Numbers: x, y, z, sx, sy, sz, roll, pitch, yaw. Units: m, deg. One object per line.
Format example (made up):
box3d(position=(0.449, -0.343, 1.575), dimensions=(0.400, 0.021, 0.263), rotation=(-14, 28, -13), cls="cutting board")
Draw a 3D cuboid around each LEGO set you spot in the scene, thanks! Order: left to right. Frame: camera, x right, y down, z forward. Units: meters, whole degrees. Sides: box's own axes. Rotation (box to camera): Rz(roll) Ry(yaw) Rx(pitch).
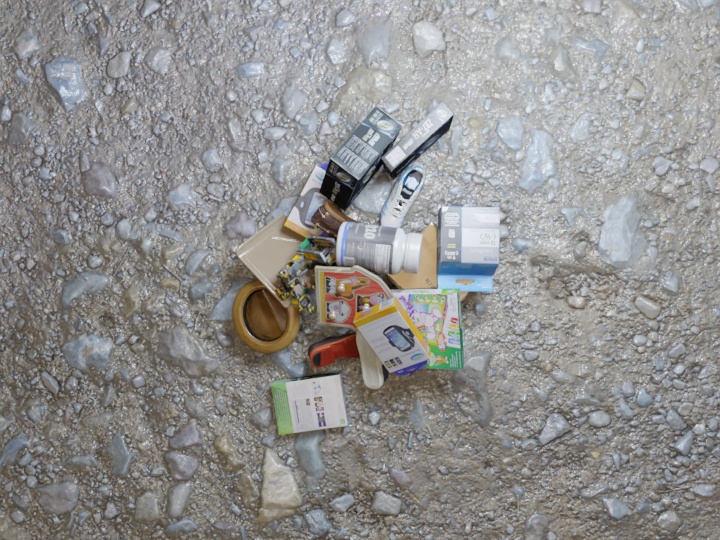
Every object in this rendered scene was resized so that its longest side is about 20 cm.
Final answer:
box3d(position=(-0.108, 0.008, 1.309), dimensions=(0.200, 0.115, 0.155), rotation=(-43, 124, -32), cls="LEGO set")

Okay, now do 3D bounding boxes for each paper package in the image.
box3d(position=(0.190, 0.009, 1.351), dimensions=(0.200, 0.103, 0.191), rotation=(44, 94, 2), cls="paper package")

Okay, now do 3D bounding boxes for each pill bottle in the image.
box3d(position=(0.047, -0.051, 1.259), dimensions=(0.197, 0.114, 0.116), rotation=(7, 94, 9), cls="pill bottle")

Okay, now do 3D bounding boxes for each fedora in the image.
box3d(position=(-0.248, 0.119, 1.406), dimensions=(0.197, 0.082, 0.204), rotation=(0, 93, 5), cls="fedora")

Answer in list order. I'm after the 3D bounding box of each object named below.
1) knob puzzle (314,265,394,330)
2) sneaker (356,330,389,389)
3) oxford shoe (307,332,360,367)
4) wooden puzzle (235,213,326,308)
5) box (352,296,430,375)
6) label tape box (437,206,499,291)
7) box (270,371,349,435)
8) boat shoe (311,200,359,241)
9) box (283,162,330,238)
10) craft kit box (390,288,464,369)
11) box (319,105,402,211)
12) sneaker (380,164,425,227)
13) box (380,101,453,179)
box3d(position=(-0.011, 0.076, 1.264), dimensions=(0.216, 0.031, 0.222), rotation=(4, 126, 5), cls="knob puzzle")
box3d(position=(0.040, 0.203, 1.369), dimensions=(0.074, 0.084, 0.203), rotation=(4, 103, 29), cls="sneaker")
box3d(position=(-0.047, 0.194, 1.400), dimensions=(0.197, 0.073, 0.072), rotation=(-12, 115, -14), cls="oxford shoe")
box3d(position=(-0.203, -0.026, 1.379), dimensions=(0.200, 0.037, 0.185), rotation=(48, 58, -1), cls="wooden puzzle")
box3d(position=(0.084, 0.167, 1.264), dimensions=(0.118, 0.042, 0.201), rotation=(-23, 117, 24), cls="box")
box3d(position=(0.261, -0.051, 1.263), dimensions=(0.141, 0.066, 0.203), rotation=(1, 86, 0), cls="label tape box")
box3d(position=(-0.139, 0.365, 1.434), dimensions=(0.197, 0.036, 0.147), rotation=(-9, 92, 4), cls="box")
box3d(position=(-0.041, -0.103, 1.355), dimensions=(0.199, 0.071, 0.070), rotation=(36, 113, -31), cls="boat shoe")
box3d(position=(-0.105, -0.180, 1.378), dimensions=(0.118, 0.041, 0.202), rotation=(28, 97, -13), cls="box")
box3d(position=(0.154, 0.145, 1.299), dimensions=(0.195, 0.048, 0.203), rotation=(-1, 106, 23), cls="craft kit box")
box3d(position=(-0.001, -0.273, 1.286), dimensions=(0.086, 0.164, 0.201), rotation=(36, 65, 1), cls="box")
box3d(position=(0.107, -0.186, 1.364), dimensions=(0.071, 0.072, 0.202), rotation=(26, 96, 2), cls="sneaker")
box3d(position=(0.141, -0.320, 1.309), dimensions=(0.200, 0.160, 0.044), rotation=(-42, 88, 5), cls="box")
